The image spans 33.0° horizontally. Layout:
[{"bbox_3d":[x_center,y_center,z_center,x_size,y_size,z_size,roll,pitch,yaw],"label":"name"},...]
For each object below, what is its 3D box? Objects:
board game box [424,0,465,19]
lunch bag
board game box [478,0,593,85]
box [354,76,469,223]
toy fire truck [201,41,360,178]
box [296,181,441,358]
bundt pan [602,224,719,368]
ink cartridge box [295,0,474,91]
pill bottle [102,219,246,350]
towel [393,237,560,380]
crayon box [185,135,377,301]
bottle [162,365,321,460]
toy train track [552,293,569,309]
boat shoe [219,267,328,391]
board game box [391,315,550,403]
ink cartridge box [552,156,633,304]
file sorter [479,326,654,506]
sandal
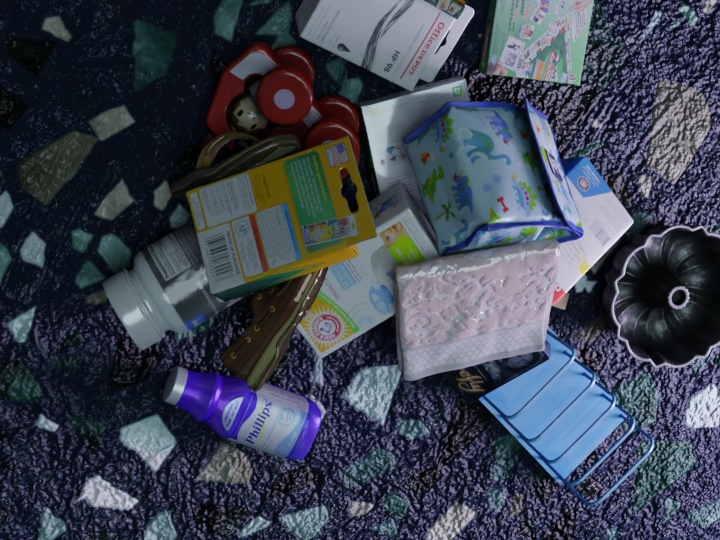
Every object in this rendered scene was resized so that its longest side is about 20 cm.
[{"bbox_3d":[0.037,-0.375,1.409,0.199,0.105,0.023,25,138,-21],"label":"board game box"},{"bbox_3d":[0.177,-0.111,1.476,0.199,0.127,0.171,-4,71,-37],"label":"lunch bag"},{"bbox_3d":[0.230,-0.343,1.540,0.134,0.029,0.201,4,103,-18],"label":"board game box"},{"bbox_3d":[0.082,-0.132,1.550,0.143,0.036,0.201,-16,107,-11],"label":"box"},{"bbox_3d":[-0.100,-0.163,1.459,0.168,0.112,0.200,-38,111,16],"label":"toy fire truck"},{"bbox_3d":[0.000,0.000,1.501,0.199,0.101,0.113,-31,111,10],"label":"box"},{"bbox_3d":[0.417,0.027,1.664,0.200,0.076,0.203,-4,106,-16],"label":"bundt pan"},{"bbox_3d":[0.036,-0.298,1.456,0.199,0.067,0.116,22,116,-22],"label":"ink cartridge box"},{"bbox_3d":[-0.201,0.004,1.461,0.199,0.114,0.114,-32,110,-6],"label":"pill bottle"},{"bbox_3d":[0.139,0.049,1.476,0.199,0.032,0.192,-11,135,-8],"label":"towel"},{"bbox_3d":[-0.085,-0.057,1.372,0.199,0.052,0.126,-18,74,9],"label":"crayon box"},{"bbox_3d":[-0.151,0.176,1.546,0.199,0.065,0.084,23,98,-20],"label":"bottle"},{"bbox_3d":[0.184,0.012,1.612,0.199,0.033,0.115,19,85,-20],"label":"toy train track"},{"bbox_3d":[-0.099,0.044,1.420,0.067,0.072,0.201,31,101,3],"label":"boat shoe"},{"bbox_3d":[0.137,0.070,1.587,0.135,0.035,0.200,-33,113,25],"label":"board game box"},{"bbox_3d":[0.244,-0.039,1.578,0.200,0.067,0.116,-43,105,-13],"label":"ink cartridge box"},{"bbox_3d":[0.279,0.200,1.645,0.139,0.123,0.200,-44,112,-1],"label":"file sorter"},{"bbox_3d":[-0.154,-0.131,1.416,0.081,0.199,0.055,-12,87,-43],"label":"sandal"}]
